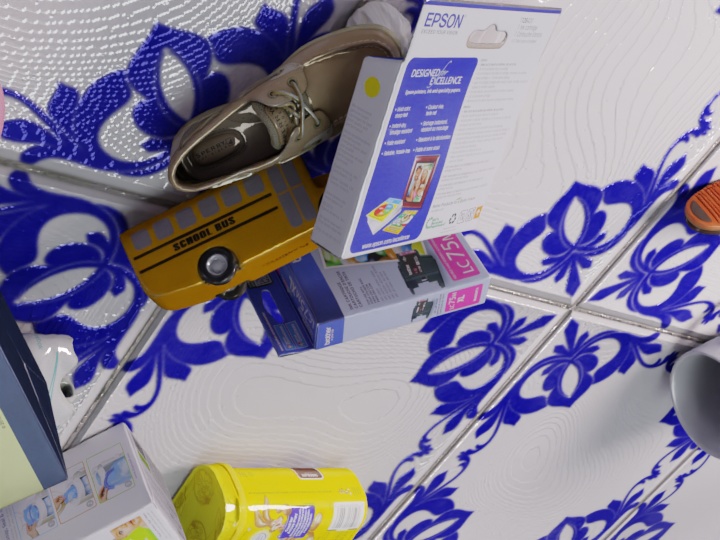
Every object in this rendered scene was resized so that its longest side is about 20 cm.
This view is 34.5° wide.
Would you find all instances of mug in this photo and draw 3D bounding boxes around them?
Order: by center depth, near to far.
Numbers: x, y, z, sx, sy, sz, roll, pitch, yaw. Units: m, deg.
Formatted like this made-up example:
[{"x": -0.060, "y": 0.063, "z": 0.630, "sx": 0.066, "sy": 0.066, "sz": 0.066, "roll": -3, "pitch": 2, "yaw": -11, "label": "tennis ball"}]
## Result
[{"x": 0.507, "y": 0.119, "z": 1.475, "sx": 0.174, "sy": 0.147, "sz": 0.201, "roll": -20, "pitch": 111, "yaw": -26, "label": "mug"}]

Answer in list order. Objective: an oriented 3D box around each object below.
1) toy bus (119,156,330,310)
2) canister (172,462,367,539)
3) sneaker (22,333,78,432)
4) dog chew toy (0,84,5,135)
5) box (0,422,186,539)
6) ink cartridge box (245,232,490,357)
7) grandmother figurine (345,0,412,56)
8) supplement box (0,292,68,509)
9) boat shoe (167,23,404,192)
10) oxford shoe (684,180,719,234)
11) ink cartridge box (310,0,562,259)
[{"x": -0.087, "y": -0.035, "z": 0.943, "sx": 0.199, "sy": 0.079, "sz": 0.065, "roll": -27, "pitch": 166, "yaw": -3, "label": "toy bus"}, {"x": -0.106, "y": 0.280, "z": 1.275, "sx": 0.199, "sy": 0.087, "sz": 0.149, "roll": 8, "pitch": 127, "yaw": -41, "label": "canister"}, {"x": -0.289, "y": 0.134, "z": 1.012, "sx": 0.080, "sy": 0.071, "sz": 0.201, "roll": -8, "pitch": 135, "yaw": -31, "label": "sneaker"}, {"x": -0.321, "y": -0.110, "z": 0.694, "sx": 0.199, "sy": 0.125, "sz": 0.125, "roll": 19, "pitch": 121, "yaw": -35, "label": "dog chew toy"}, {"x": -0.285, "y": 0.255, "z": 1.117, "sx": 0.199, "sy": 0.102, "sz": 0.113, "roll": -26, "pitch": 141, "yaw": -6, "label": "box"}, {"x": 0.000, "y": 0.000, "z": 1.016, "sx": 0.199, "sy": 0.120, "sz": 0.042, "roll": -16, "pitch": 141, "yaw": -18, "label": "ink cartridge box"}, {"x": 0.034, "y": -0.135, "z": 0.950, "sx": 0.121, "sy": 0.060, "sz": 0.200, "roll": -50, "pitch": 143, "yaw": -20, "label": "grandmother figurine"}, {"x": -0.345, "y": 0.082, "z": 0.825, "sx": 0.199, "sy": 0.134, "sz": 0.201, "roll": -23, "pitch": 122, "yaw": -10, "label": "supplement box"}, {"x": -0.056, "y": -0.116, "z": 0.866, "sx": 0.199, "sy": 0.065, "sz": 0.072, "roll": -26, "pitch": 110, "yaw": 11, "label": "boat shoe"}, {"x": 0.430, "y": -0.055, "z": 1.281, "sx": 0.199, "sy": 0.072, "sz": 0.073, "roll": -6, "pitch": 140, "yaw": -28, "label": "oxford shoe"}, {"x": 0.059, "y": -0.116, "z": 0.892, "sx": 0.197, "sy": 0.047, "sz": 0.201, "roll": -13, "pitch": 126, "yaw": -52, "label": "ink cartridge box"}]
